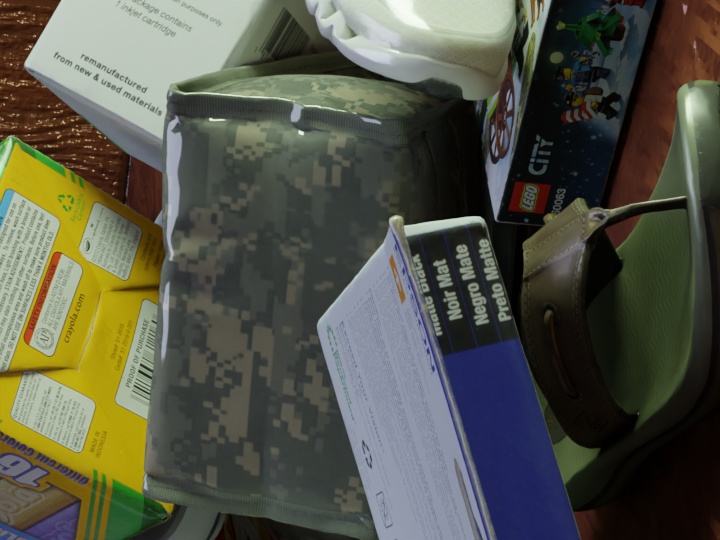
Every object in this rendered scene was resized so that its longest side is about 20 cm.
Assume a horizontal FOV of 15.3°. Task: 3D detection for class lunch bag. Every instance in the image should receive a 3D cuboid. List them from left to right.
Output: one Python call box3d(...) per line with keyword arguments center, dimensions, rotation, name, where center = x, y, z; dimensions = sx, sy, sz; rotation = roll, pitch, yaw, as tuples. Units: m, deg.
box3d(center=(0.000, 0.000, 1.068), dimensions=(0.200, 0.117, 0.165), rotation=(-32, -52, -69), name="lunch bag")

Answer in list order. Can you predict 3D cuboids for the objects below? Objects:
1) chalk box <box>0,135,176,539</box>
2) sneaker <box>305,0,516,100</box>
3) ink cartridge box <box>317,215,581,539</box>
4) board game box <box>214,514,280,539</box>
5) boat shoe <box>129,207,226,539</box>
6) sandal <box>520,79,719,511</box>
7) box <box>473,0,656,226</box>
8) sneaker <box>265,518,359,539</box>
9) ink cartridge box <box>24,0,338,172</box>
box3d(center=(-0.165, 0.054, 1.125), dimensions=(0.200, 0.124, 0.125), rotation=(-29, 37, 46), name="chalk box")
box3d(center=(0.023, -0.138, 0.942), dimensions=(0.201, 0.075, 0.081), rotation=(-96, 23, -47), name="sneaker")
box3d(center=(0.042, 0.088, 0.825), dimensions=(0.200, 0.040, 0.201), rotation=(127, 127, -78), name="ink cartridge box")
box3d(center=(-0.049, 0.176, 1.212), dimensions=(0.152, 0.046, 0.200), rotation=(-100, -15, -54), name="board game box")
box3d(center=(-0.059, 0.047, 1.164), dimensions=(0.074, 0.065, 0.201), rotation=(-37, 35, 38), name="boat shoe")
box3d(center=(0.071, 0.018, 0.818), dimensions=(0.201, 0.057, 0.080), rotation=(115, 157, -55), name="sandal")
box3d(center=(0.076, -0.135, 0.932), dimensions=(0.137, 0.037, 0.201), rotation=(-97, 15, -51), name="box")
box3d(center=(-0.007, 0.032, 1.237), dimensions=(0.115, 0.075, 0.201), rotation=(102, 171, -50), name="sneaker")
box3d(center=(-0.039, -0.135, 1.130), dimensions=(0.201, 0.084, 0.145), rotation=(-60, -16, -4), name="ink cartridge box")
